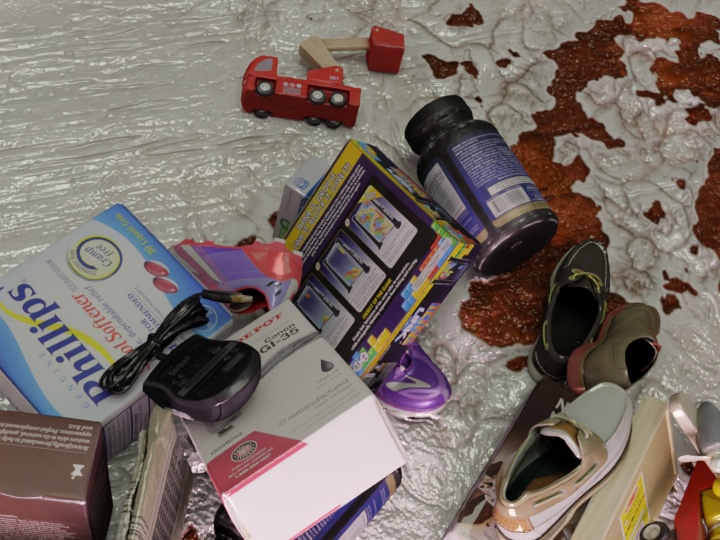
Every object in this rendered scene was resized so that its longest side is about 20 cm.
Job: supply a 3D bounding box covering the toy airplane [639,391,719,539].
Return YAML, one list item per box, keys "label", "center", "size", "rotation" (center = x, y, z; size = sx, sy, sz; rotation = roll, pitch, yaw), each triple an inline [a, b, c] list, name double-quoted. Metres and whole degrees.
- label: "toy airplane"
  center: [0.379, 0.219, 0.970]
  size: [0.199, 0.141, 0.201]
  rotation: [4, 77, -40]

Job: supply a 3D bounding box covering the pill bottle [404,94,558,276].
- label: "pill bottle"
  center: [0.135, -0.103, 1.140]
  size: [0.111, 0.112, 0.201]
  rotation: [-20, 66, -22]

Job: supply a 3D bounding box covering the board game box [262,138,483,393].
- label: "board game box"
  center: [0.000, 0.000, 0.968]
  size: [0.165, 0.200, 0.057]
  rotation: [46, 22, 28]

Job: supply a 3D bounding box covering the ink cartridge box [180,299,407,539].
- label: "ink cartridge box"
  center: [-0.073, 0.128, 0.846]
  size: [0.146, 0.083, 0.200]
  rotation: [-33, 31, -10]

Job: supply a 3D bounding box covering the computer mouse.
- label: "computer mouse"
  center: [-0.127, 0.074, 0.846]
  size: [0.141, 0.199, 0.046]
  rotation: [-47, 120, -31]

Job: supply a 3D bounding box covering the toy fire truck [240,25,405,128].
- label: "toy fire truck"
  center: [-0.046, -0.250, 1.225]
  size: [0.198, 0.049, 0.142]
  rotation: [7, 58, -7]

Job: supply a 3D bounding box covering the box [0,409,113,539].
- label: "box"
  center: [-0.270, 0.193, 0.826]
  size: [0.099, 0.200, 0.075]
  rotation: [8, 58, -7]

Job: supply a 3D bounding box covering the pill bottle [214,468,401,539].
- label: "pill bottle"
  center: [-0.062, 0.227, 0.894]
  size: [0.112, 0.112, 0.200]
  rotation: [40, 60, 12]

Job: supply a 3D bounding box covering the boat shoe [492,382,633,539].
- label: "boat shoe"
  center: [0.195, 0.171, 0.909]
  size: [0.074, 0.069, 0.200]
  rotation: [20, 52, 35]

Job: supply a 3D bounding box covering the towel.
- label: "towel"
  center: [-0.185, 0.236, 0.824]
  size: [0.034, 0.193, 0.201]
  rotation: [8, 60, 3]

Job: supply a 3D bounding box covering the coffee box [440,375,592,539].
- label: "coffee box"
  center: [0.176, 0.222, 0.974]
  size: [0.113, 0.080, 0.200]
  rotation: [32, 59, 9]

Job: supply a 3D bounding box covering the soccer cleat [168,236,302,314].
- label: "soccer cleat"
  center: [-0.142, 0.010, 0.991]
  size: [0.199, 0.067, 0.077]
  rotation: [-2, 62, 37]

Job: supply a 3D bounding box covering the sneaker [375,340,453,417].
- label: "sneaker"
  center: [0.017, 0.073, 1.028]
  size: [0.200, 0.084, 0.081]
  rotation: [43, 61, 13]

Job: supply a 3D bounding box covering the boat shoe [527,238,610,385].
- label: "boat shoe"
  center: [0.249, 0.038, 1.110]
  size: [0.071, 0.061, 0.202]
  rotation: [24, 58, 3]

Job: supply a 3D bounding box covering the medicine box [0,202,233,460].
- label: "medicine box"
  center: [-0.258, 0.067, 0.961]
  size: [0.182, 0.103, 0.200]
  rotation: [43, 60, 14]

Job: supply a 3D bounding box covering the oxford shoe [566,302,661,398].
- label: "oxford shoe"
  center: [0.297, 0.087, 1.055]
  size: [0.200, 0.074, 0.071]
  rotation: [-34, 109, -48]

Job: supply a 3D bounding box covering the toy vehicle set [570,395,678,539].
- label: "toy vehicle set"
  center: [0.261, 0.238, 0.960]
  size: [0.026, 0.125, 0.200]
  rotation: [13, 51, 35]

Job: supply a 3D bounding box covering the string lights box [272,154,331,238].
- label: "string lights box"
  center: [0.005, -0.029, 1.073]
  size: [0.199, 0.103, 0.059]
  rotation: [34, 55, 9]
